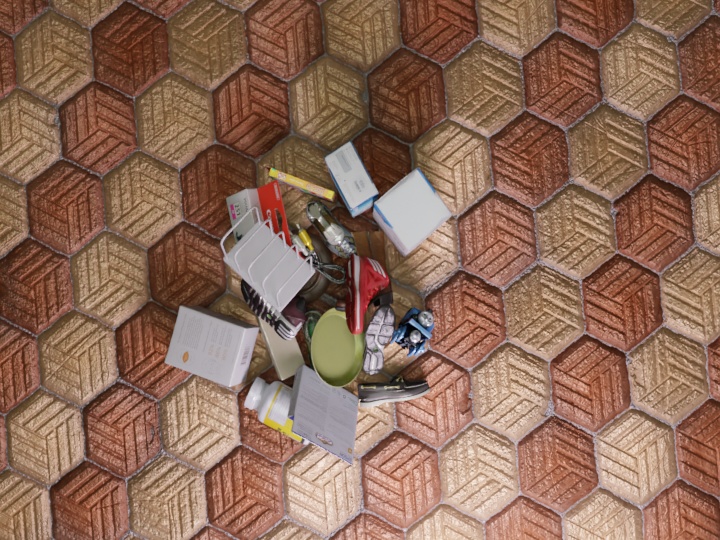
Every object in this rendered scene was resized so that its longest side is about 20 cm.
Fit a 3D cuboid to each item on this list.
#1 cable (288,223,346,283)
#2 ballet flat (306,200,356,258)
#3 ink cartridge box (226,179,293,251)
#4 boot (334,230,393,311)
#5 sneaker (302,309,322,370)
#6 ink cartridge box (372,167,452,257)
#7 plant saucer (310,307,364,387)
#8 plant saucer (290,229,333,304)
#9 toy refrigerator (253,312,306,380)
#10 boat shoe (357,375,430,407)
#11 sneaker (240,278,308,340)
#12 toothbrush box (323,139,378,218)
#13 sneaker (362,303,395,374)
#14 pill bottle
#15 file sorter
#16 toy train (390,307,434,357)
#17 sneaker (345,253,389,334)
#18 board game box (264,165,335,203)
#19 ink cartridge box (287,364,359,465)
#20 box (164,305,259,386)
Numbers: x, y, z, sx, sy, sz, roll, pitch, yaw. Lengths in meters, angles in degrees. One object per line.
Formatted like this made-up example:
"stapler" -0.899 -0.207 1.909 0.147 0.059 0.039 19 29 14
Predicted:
"cable" -0.126 -0.023 1.552 0.199 0.050 0.098 42 88 1
"ballet flat" -0.085 -0.111 1.540 0.072 0.072 0.201 -40 61 1
"ink cartridge box" -0.266 -0.116 1.550 0.170 0.043 0.207 -14 88 39
"boot" 0.000 0.000 1.548 0.183 0.068 0.208 -10 90 -26
"sneaker" -0.115 0.207 1.565 0.075 0.089 0.206 -19 89 1
"ink cartridge box" 0.126 -0.143 1.512 0.143 0.200 0.149 -38 89 -2
"plant saucer" -0.063 0.199 1.542 0.030 0.196 0.208 -4 84 45
"plant saucer" -0.171 -0.008 1.596 0.193 0.037 0.209 0 89 0
"toy refrigerator" -0.217 0.180 1.572 0.074 0.070 0.206 -22 88 -18
"boat shoe" 0.088 0.314 1.569 0.194 0.072 0.063 -12 89 1
"sneaker" -0.214 0.078 1.526 0.200 0.076 0.115 47 47 6
"toothbrush box" -0.022 -0.228 1.515 0.084 0.200 0.150 -28 88 -1
"sneaker" 0.036 0.155 1.536 0.073 0.116 0.206 7 118 -12
"pill bottle" -0.202 0.363 1.552 0.195 0.112 0.115 27 90 1
"file sorter" -0.225 -0.031 1.434 0.199 0.125 0.139 40 73 8
"toy train" 0.137 0.153 1.512 0.086 0.200 0.116 34 79 1
"sneaker" 0.024 0.061 1.478 0.112 0.078 0.208 7 73 -21
"board game box" -0.160 -0.228 1.568 0.195 0.096 0.031 24 90 1
"ink cartridge box" -0.093 0.368 1.489 0.194 0.204 0.043 35 127 -22
"box" -0.386 0.194 1.545 0.194 0.106 0.157 17 90 12
